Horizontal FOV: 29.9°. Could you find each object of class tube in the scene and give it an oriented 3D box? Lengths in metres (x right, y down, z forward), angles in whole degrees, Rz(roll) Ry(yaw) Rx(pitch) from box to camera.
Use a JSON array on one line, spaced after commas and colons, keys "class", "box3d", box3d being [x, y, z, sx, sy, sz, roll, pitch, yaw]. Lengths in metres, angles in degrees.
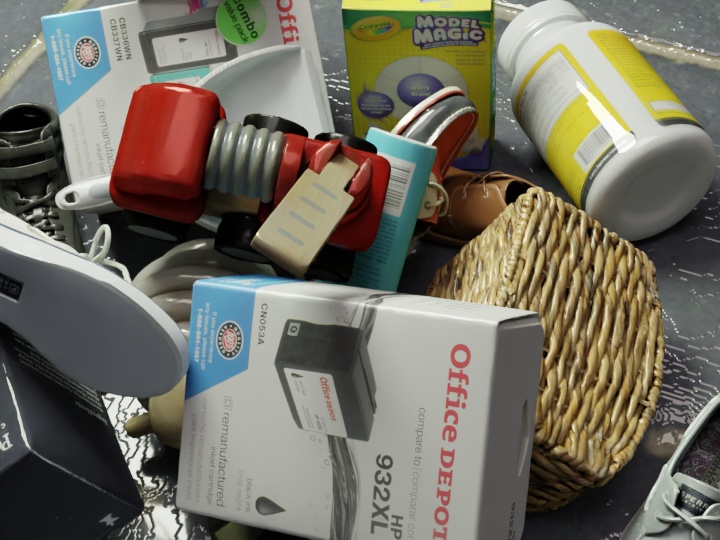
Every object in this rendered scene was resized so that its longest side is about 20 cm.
[{"class": "tube", "box3d": [0.000, 0.000, 0.964, 0.077, 0.050, 0.201, 23, 98, 32]}]

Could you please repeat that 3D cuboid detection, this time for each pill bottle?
[{"class": "pill bottle", "box3d": [0.189, -0.127, 1.080, 0.112, 0.112, 0.200, -19, 51, -11]}]

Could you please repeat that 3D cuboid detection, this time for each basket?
[{"class": "basket", "box3d": [0.117, 0.073, 0.949, 0.142, 0.149, 0.201, 30, 51, -13]}]

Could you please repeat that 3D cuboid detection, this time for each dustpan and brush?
[{"class": "dustpan and brush", "box3d": [-0.115, -0.073, 0.955, 0.199, 0.140, 0.057, -14, 6, -4]}]

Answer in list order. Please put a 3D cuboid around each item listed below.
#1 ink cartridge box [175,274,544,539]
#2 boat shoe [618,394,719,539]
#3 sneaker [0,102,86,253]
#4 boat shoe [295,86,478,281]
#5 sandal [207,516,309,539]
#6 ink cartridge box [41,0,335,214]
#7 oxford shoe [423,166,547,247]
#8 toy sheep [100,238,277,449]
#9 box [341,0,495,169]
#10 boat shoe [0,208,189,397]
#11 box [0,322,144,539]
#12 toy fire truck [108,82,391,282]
[{"class": "ink cartridge box", "box3d": [-0.002, 0.086, 0.812, 0.199, 0.084, 0.146, 7, 94, 25]}, {"class": "boat shoe", "box3d": [0.210, 0.154, 0.865, 0.070, 0.072, 0.201, 22, 55, 22]}, {"class": "sneaker", "box3d": [-0.258, -0.050, 1.062, 0.070, 0.099, 0.201, -12, 51, -8]}, {"class": "boat shoe", "box3d": [0.031, -0.045, 1.015, 0.062, 0.071, 0.200, 37, 91, 31]}, {"class": "sandal", "box3d": [-0.021, 0.120, 0.917, 0.080, 0.057, 0.201, 34, 77, 27]}, {"class": "ink cartridge box", "box3d": [-0.129, -0.134, 1.056, 0.199, 0.146, 0.147, -11, 92, -5]}, {"class": "oxford shoe", "box3d": [0.098, -0.055, 1.055, 0.199, 0.071, 0.071, 24, 57, 25]}, {"class": "toy sheep", "box3d": [-0.113, 0.044, 0.954, 0.137, 0.138, 0.201, -2, 44, 3]}, {"class": "box", "box3d": [0.048, -0.164, 1.065, 0.117, 0.200, 0.049, 2, 49, 7]}, {"class": "boat shoe", "box3d": [-0.189, 0.005, 0.827, 0.201, 0.075, 0.086, 25, 26, 0]}, {"class": "box", "box3d": [-0.273, 0.115, 0.867, 0.196, 0.117, 0.200, -36, 52, 7]}, {"class": "toy fire truck", "box3d": [-0.069, -0.053, 0.834, 0.175, 0.200, 0.129, 14, 79, -4]}]
